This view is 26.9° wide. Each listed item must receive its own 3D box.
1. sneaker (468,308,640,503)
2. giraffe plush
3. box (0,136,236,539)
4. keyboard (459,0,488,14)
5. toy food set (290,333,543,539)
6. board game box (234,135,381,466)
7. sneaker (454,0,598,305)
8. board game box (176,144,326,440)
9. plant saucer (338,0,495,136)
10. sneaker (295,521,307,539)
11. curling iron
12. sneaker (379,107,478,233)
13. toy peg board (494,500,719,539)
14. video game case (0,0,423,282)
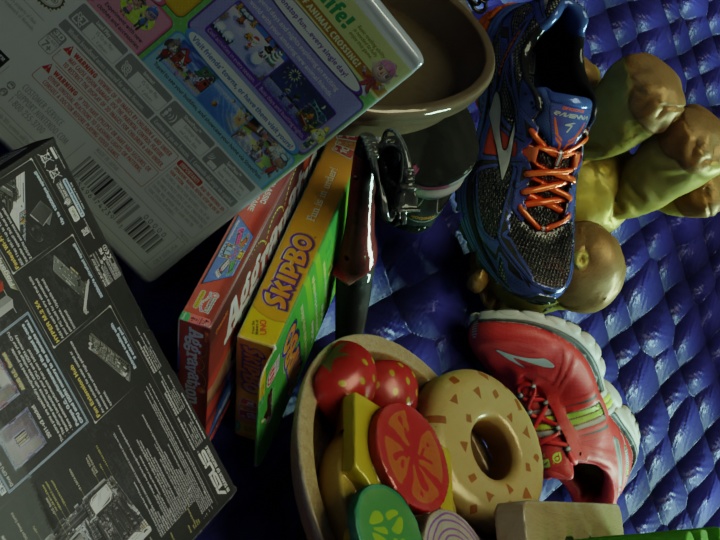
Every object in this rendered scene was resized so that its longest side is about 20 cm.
[{"bbox_3d":[0.137,0.102,1.044,0.200,0.077,0.085,48,49,-34],"label":"sneaker"},{"bbox_3d":[0.141,-0.040,1.034,0.172,0.199,0.163,41,65,-29],"label":"giraffe plush"},{"bbox_3d":[-0.152,0.064,0.672,0.158,0.049,0.201,-46,116,-50],"label":"box"},{"bbox_3d":[0.042,-0.214,0.991,0.021,0.127,0.201,-37,114,-10],"label":"keyboard"},{"bbox_3d":[0.037,0.126,0.821,0.200,0.048,0.199,35,40,-39],"label":"toy food set"},{"bbox_3d":[-0.030,0.003,0.833,0.096,0.030,0.201,97,10,-53],"label":"board game box"},{"bbox_3d":[0.106,-0.079,0.917,0.075,0.078,0.202,5,75,-28],"label":"sneaker"},{"bbox_3d":[-0.053,-0.009,0.811,0.103,0.019,0.201,97,13,-47],"label":"board game box"},{"bbox_3d":[-0.023,-0.132,0.841,0.200,0.199,0.030,-41,155,-52],"label":"plant saucer"},{"bbox_3d":[0.047,0.198,0.881,0.115,0.075,0.202,-41,109,-50],"label":"sneaker"},{"bbox_3d":[0.000,0.000,0.830,0.025,0.201,0.050,-10,54,-19],"label":"curling iron"},{"bbox_3d":[0.016,-0.110,0.956,0.080,0.087,0.201,3,53,-13],"label":"sneaker"},{"bbox_3d":[0.162,0.229,0.849,0.200,0.097,0.201,19,63,-64],"label":"toy peg board"},{"bbox_3d":[-0.097,-0.114,0.705,0.200,0.182,0.022,47,11,-29],"label":"video game case"}]
